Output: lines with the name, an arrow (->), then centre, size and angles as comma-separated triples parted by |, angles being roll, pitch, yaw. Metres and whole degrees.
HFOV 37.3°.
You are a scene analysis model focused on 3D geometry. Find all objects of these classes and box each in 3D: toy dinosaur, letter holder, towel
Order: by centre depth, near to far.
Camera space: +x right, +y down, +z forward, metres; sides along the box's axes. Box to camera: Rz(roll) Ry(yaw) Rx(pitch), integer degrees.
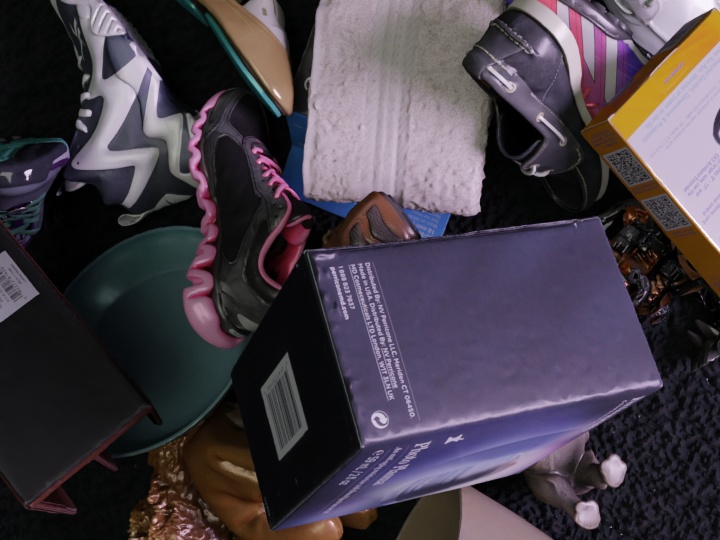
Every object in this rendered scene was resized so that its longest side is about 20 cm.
letter holder -> -0.238, 0.064, 0.754 | 0.101, 0.142, 0.200 | -40, 79, -13
towel -> 0.032, -0.142, 0.755 | 0.132, 0.034, 0.200 | 7, 97, 9
toy dinosaur -> 0.239, -0.004, 0.771 | 0.200, 0.102, 0.136 | -35, 74, 28

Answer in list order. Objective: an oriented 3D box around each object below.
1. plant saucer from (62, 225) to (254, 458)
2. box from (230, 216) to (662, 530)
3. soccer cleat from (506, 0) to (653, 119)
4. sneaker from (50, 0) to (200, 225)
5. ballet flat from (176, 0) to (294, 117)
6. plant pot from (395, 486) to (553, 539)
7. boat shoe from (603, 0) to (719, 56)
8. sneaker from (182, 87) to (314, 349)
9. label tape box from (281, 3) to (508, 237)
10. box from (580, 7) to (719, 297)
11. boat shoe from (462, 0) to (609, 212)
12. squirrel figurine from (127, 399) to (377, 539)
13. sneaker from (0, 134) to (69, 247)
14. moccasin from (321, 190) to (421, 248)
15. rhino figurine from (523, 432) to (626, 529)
plant saucer -> -0.163, 0.058, 0.837 | 0.200, 0.036, 0.200 | -12, 55, 18
box -> 0.044, 0.069, 0.679 | 0.198, 0.200, 0.123 | -9, 68, -23
soccer cleat -> 0.162, -0.138, 0.745 | 0.200, 0.068, 0.073 | 31, 105, -28
sneaker -> -0.210, -0.123, 0.844 | 0.130, 0.079, 0.199 | -38, 98, 4
ballet flat -> -0.096, -0.198, 0.800 | 0.063, 0.069, 0.200 | -40, 67, -2
plant pot -> 0.121, 0.278, 0.790 | 0.200, 0.187, 0.187 | 25, 100, -7
boat shoe -> 0.201, -0.210, 0.763 | 0.200, 0.067, 0.074 | 45, 102, 3
sneaker -> -0.072, -0.045, 0.775 | 0.095, 0.079, 0.200 | -14, 69, 31
label tape box -> 0.025, -0.127, 0.808 | 0.144, 0.063, 0.200 | 22, 99, 8
box -> 0.251, -0.058, 0.707 | 0.119, 0.041, 0.200 | -44, 100, -18
boat shoe -> 0.120, -0.099, 0.737 | 0.068, 0.200, 0.072 | -47, 53, -9
squirrel figurine -> -0.082, 0.196, 0.847 | 0.200, 0.142, 0.187 | -2, 107, 25
sneaker -> -0.258, -0.056, 0.817 | 0.074, 0.200, 0.088 | -11, 103, -18
moccasin -> 0.001, 0.001, 0.757 | 0.078, 0.201, 0.074 | -36, 89, -4
rhino figurine -> 0.136, 0.089, 0.803 | 0.060, 0.087, 0.200 | -18, 92, -15
